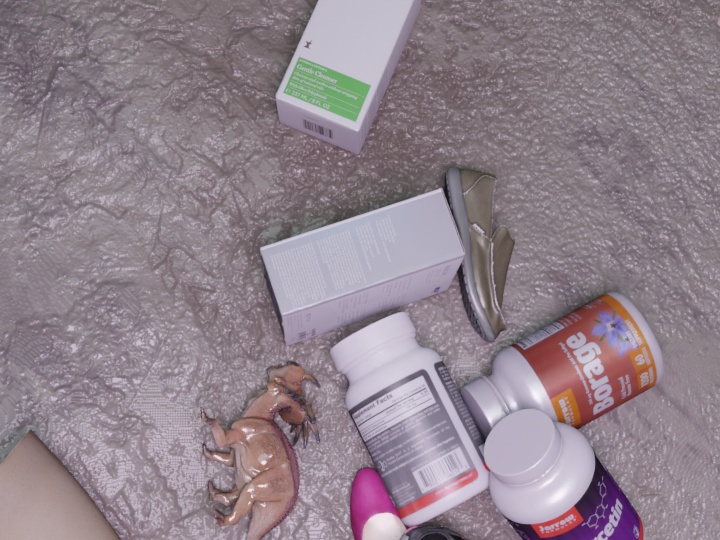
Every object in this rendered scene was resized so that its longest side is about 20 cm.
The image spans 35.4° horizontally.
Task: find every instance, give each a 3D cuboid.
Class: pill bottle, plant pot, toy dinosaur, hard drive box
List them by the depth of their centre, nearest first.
[{"bbox_3d":[-0.312,0.296,1.115,0.200,0.187,0.188,41,78,-7],"label":"plant pot"},{"bbox_3d":[0.202,0.231,1.129,0.113,0.112,0.201,-46,123,-11],"label":"pill bottle"},{"bbox_3d":[0.053,0.154,1.183,0.115,0.116,0.202,-25,79,-8],"label":"pill bottle"},{"bbox_3d":[-0.096,0.199,1.186,0.133,0.086,0.203,-7,83,-11],"label":"toy dinosaur"},{"bbox_3d":[0.000,0.000,1.195,0.197,0.156,0.078,-18,77,-7],"label":"hard drive box"},{"bbox_3d":[0.213,0.115,1.201,0.198,0.112,0.113,-28,80,-8],"label":"pill bottle"}]

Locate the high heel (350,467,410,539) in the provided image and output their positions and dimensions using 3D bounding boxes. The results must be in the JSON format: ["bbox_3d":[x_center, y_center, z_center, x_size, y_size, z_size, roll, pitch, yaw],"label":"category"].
[{"bbox_3d":[0.033,0.301,1.158,0.066,0.096,0.203,-10,78,-5],"label":"high heel"}]

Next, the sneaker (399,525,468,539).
[{"bbox_3d":[0.127,0.312,1.129,0.199,0.095,0.080,32,60,-21],"label":"sneaker"}]

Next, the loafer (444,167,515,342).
[{"bbox_3d":[0.140,-0.022,1.247,0.069,0.075,0.203,-9,78,0],"label":"loafer"}]

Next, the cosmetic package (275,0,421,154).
[{"bbox_3d":[-0.011,-0.251,1.288,0.106,0.085,0.202,20,78,5],"label":"cosmetic package"}]
